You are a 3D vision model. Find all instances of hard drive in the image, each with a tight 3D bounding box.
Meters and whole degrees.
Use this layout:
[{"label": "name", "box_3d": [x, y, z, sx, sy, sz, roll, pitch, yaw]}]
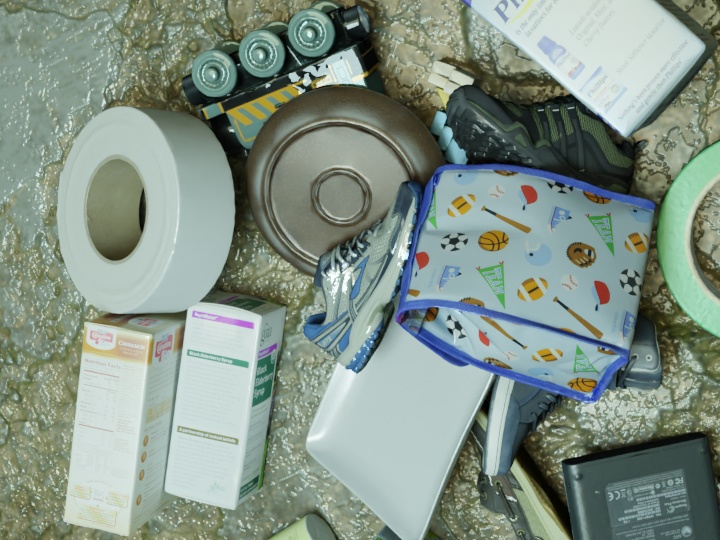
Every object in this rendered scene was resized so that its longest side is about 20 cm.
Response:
[{"label": "hard drive", "box_3d": [0.274, 0.264, 1.434, 0.139, 0.033, 0.200, -11, 95, -7]}]

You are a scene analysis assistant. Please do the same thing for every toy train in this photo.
[{"label": "toy train", "box_3d": [-0.073, -0.183, 1.469, 0.200, 0.085, 0.114, -20, 101, 17]}]

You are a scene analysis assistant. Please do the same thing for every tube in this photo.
[{"label": "tube", "box_3d": [-0.113, 0.320, 1.565, 0.200, 0.052, 0.058, -38, 45, 20]}]

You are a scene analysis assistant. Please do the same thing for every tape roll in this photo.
[{"label": "tape roll", "box_3d": [-0.212, -0.058, 1.478, 0.202, 0.071, 0.203, 0, 90, 45]}, {"label": "tape roll", "box_3d": [0.372, -0.030, 1.385, 0.200, 0.048, 0.201, 2, 97, 14]}]

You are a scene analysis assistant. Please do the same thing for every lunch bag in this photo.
[{"label": "lunch bag", "box_3d": [0.140, 0.004, 1.343, 0.200, 0.124, 0.170, 17, 57, -2]}]

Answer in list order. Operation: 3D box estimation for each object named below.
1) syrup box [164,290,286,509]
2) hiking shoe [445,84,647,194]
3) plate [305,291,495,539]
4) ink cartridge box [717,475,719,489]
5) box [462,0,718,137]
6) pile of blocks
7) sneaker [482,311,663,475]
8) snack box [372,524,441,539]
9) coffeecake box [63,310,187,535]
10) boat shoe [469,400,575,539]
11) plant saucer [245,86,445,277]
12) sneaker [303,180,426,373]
[{"label": "syrup box", "box_3d": [-0.135, 0.127, 1.525, 0.081, 0.079, 0.200, 12, 100, 14]}, {"label": "hiking shoe", "box_3d": [0.168, -0.127, 1.390, 0.200, 0.076, 0.101, 30, 69, -20]}, {"label": "plate", "box_3d": [0.041, 0.132, 1.461, 0.200, 0.032, 0.200, 35, 109, 47]}, {"label": "ink cartridge box", "box_3d": [0.426, 0.256, 1.417, 0.095, 0.037, 0.200, -33, 90, 17]}, {"label": "box", "box_3d": [0.202, -0.222, 1.335, 0.200, 0.184, 0.105, 42, 107, 7]}, {"label": "pile of blocks", "box_3d": [0.108, -0.106, 1.438, 0.082, 0.062, 0.200, -30, 89, 17]}, {"label": "sneaker", "box_3d": [0.199, 0.110, 1.403, 0.146, 0.077, 0.202, 18, 70, 9]}, {"label": "snack box", "box_3d": [0.082, 0.329, 1.448, 0.200, 0.169, 0.068, 39, 102, 8]}, {"label": "coffeecake box", "box_3d": [-0.222, 0.141, 1.511, 0.073, 0.154, 0.200, 10, 99, 13]}, {"label": "boat shoe", "box_3d": [0.143, 0.211, 1.465, 0.065, 0.073, 0.200, -34, 88, 11]}, {"label": "plant saucer", "box_3d": [-0.016, -0.074, 1.446, 0.200, 0.032, 0.200, 4, 112, 9]}, {"label": "sneaker", "box_3d": [0.000, 0.000, 1.415, 0.085, 0.077, 0.200, 26, 114, 5]}]
